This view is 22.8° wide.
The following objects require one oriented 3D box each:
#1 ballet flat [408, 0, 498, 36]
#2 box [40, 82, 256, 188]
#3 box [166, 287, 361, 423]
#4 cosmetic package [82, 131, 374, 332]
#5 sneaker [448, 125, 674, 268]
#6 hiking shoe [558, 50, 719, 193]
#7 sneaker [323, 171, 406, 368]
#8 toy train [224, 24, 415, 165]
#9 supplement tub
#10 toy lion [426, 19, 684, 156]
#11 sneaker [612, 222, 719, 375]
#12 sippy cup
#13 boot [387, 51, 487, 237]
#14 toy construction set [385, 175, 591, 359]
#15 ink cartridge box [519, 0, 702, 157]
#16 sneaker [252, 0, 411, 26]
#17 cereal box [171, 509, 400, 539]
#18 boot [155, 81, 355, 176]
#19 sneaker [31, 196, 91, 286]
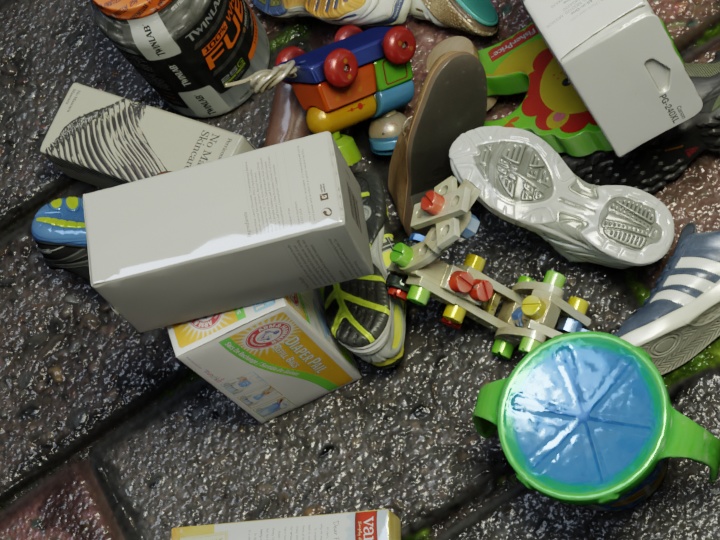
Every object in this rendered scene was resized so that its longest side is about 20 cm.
[{"bbox_3d":[0.061,-0.276,1.679,0.065,0.070,0.200,-46,55,28],"label":"ballet flat"},{"bbox_3d":[-0.195,-0.107,1.688,0.200,0.068,0.082,17,76,25],"label":"box"},{"bbox_3d":[-0.090,0.037,1.518,0.101,0.200,0.113,-25,63,8],"label":"box"},{"bbox_3d":[-0.100,-0.027,1.376,0.199,0.108,0.085,-12,66,7],"label":"cosmetic package"},{"bbox_3d":[0.161,-0.050,1.512,0.200,0.099,0.078,29,74,5],"label":"sneaker"},{"bbox_3d":[0.253,-0.131,1.549,0.200,0.076,0.101,-20,47,9],"label":"hiking shoe"},{"bbox_3d":[0.000,0.000,1.578,0.075,0.076,0.200,-15,51,16],"label":"sneaker"},{"bbox_3d":[-0.032,-0.139,1.573,0.200,0.116,0.085,-26,23,-36],"label":"toy train"},{"bbox_3d":[-0.171,-0.235,1.657,0.122,0.200,0.123,-7,68,17],"label":"supplement tub"},{"bbox_3d":[0.173,-0.164,1.546,0.200,0.069,0.192,-30,43,11],"label":"toy lion"},{"bbox_3d":[0.268,0.014,1.480,0.200,0.075,0.085,-31,58,-3],"label":"sneaker"},{"bbox_3d":[0.189,0.132,1.422,0.140,0.130,0.178,-42,62,1],"label":"sippy cup"},{"bbox_3d":[0.057,-0.116,1.544,0.073,0.200,0.076,-13,48,-24],"label":"boot"},{"bbox_3d":[0.099,0.010,1.482,0.092,0.200,0.131,-55,29,-17],"label":"toy construction set"},{"bbox_3d":[0.181,-0.211,1.441,0.083,0.145,0.200,-31,50,10],"label":"ink cartridge box"},{"bbox_3d":[-0.031,-0.263,1.694,0.200,0.088,0.075,31,106,51],"label":"sneaker"},{"bbox_3d":[-0.063,0.281,1.502,0.199,0.040,0.144,-6,67,16],"label":"cereal box"},{"bbox_3d":[-0.088,-0.122,1.606,0.064,0.186,0.200,4,71,50],"label":"boot"},{"bbox_3d":[-0.206,-0.014,1.656,0.199,0.083,0.071,11,49,10],"label":"sneaker"}]
